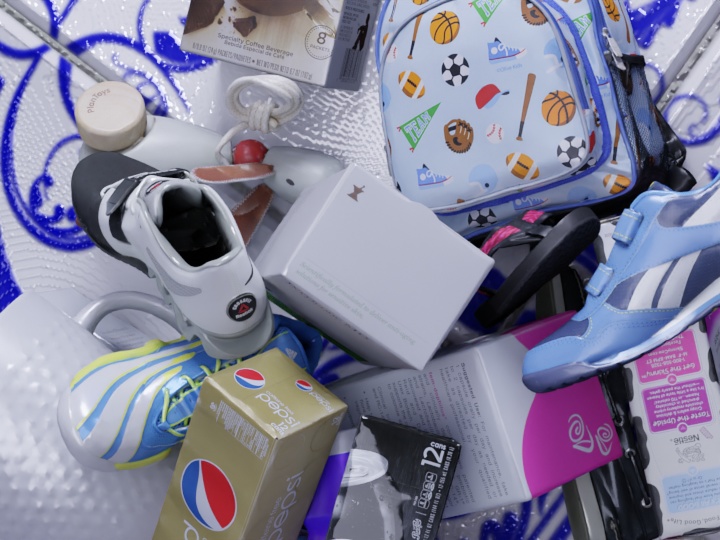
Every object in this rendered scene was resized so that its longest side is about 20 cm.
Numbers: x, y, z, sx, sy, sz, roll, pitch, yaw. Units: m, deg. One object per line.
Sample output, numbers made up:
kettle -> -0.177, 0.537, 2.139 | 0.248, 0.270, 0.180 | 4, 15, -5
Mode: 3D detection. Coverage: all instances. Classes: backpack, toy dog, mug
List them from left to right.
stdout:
mug -> -0.179, 0.104, 1.270 | 0.175, 0.148, 0.200 | 38, 72, -1
toy dog -> -0.119, -0.059, 1.319 | 0.199, 0.132, 0.097 | 0, 56, 24
backpack -> 0.094, -0.120, 1.237 | 0.199, 0.154, 0.192 | -15, 79, 20

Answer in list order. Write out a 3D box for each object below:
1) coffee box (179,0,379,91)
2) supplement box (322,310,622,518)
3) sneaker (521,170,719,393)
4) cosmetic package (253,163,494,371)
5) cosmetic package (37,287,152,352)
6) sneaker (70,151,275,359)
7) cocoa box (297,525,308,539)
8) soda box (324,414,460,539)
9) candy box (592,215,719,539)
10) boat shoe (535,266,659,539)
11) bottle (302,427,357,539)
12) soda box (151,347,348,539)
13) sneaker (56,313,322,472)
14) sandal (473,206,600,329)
coffee box -> -0.039, -0.234, 1.300 | 0.112, 0.080, 0.201 | 16, 98, 17
supplement box -> 0.055, 0.102, 1.239 | 0.200, 0.101, 0.104 | -21, 87, 48
sneaker -> 0.171, -0.001, 1.115 | 0.200, 0.074, 0.082 | -35, 85, 5
cosmetic package -> 0.000, 0.000, 1.201 | 0.107, 0.200, 0.085 | 35, 84, -6
cosmetic package -> -0.164, 0.105, 1.365 | 0.199, 0.074, 0.102 | 29, 100, 12
sneaker -> -0.121, -0.036, 1.202 | 0.074, 0.089, 0.200 | -31, 49, -23
cocoa box -> -0.002, 0.257, 1.294 | 0.199, 0.131, 0.134 | 14, 98, 16
soda box -> 0.003, 0.189, 1.120 | 0.063, 0.071, 0.201 | 15, 85, 5
candy box -> 0.205, 0.059, 1.215 | 0.061, 0.136, 0.201 | -14, 89, 17
boat shoe -> 0.162, 0.089, 1.268 | 0.066, 0.075, 0.201 | -8, 76, -7
bottle -> 0.004, 0.199, 1.189 | 0.083, 0.065, 0.201 | -9, 84, 8
soda box -> -0.078, 0.149, 1.171 | 0.064, 0.068, 0.201 | 38, 126, 25
sneaker -> -0.098, 0.064, 1.196 | 0.105, 0.200, 0.076 | -29, 86, 35
sandal -> 0.097, -0.006, 1.186 | 0.075, 0.200, 0.045 | -35, 85, -12
